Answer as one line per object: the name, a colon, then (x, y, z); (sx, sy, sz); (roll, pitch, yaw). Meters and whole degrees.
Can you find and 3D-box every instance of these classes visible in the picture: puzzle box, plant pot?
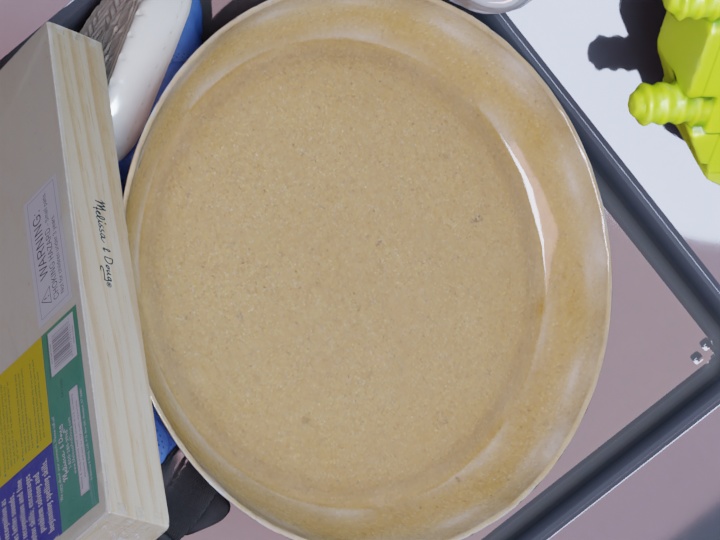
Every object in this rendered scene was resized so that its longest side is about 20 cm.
puzzle box: (-0.122, 0.033, 0.995); (0.025, 0.201, 0.133); (19, 135, -36)
plant pot: (0.000, 0.000, 1.042); (0.199, 0.027, 0.201); (3, 84, -29)

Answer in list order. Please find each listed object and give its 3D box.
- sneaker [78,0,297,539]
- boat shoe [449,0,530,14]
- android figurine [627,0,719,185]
sneaker: (-0.066, -0.001, 1.063); (0.111, 0.077, 0.201); (19, 80, -24)
boat shoe: (0.019, -0.184, 1.033); (0.073, 0.065, 0.201); (-28, 98, 5)
android figurine: (0.186, -0.081, 1.016); (0.199, 0.041, 0.183); (-3, 135, -23)
